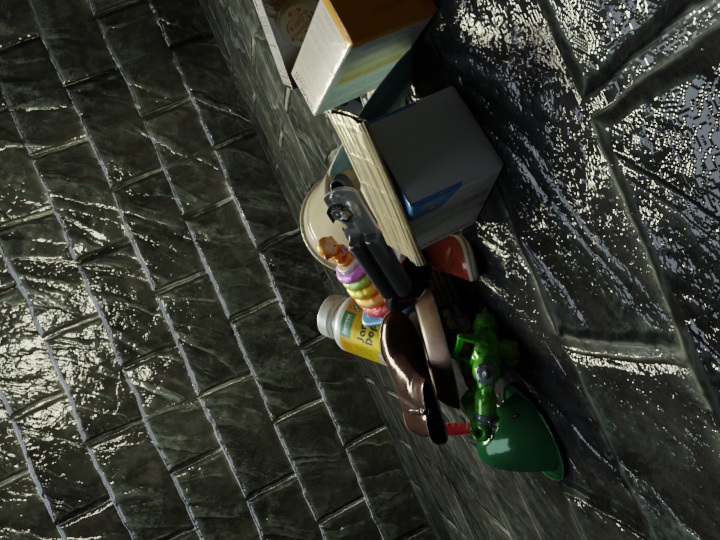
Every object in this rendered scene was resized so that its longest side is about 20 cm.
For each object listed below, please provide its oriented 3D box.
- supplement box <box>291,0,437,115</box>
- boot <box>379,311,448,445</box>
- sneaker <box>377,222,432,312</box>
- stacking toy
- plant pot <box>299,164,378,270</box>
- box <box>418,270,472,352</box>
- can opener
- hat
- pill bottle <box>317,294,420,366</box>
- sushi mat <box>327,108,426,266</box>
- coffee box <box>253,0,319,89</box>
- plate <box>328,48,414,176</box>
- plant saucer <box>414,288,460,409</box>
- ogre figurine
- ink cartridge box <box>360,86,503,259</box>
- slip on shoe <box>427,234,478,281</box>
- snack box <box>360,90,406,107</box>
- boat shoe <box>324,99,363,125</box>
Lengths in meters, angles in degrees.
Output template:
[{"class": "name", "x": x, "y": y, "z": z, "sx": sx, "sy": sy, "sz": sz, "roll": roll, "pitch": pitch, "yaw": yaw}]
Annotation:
[{"class": "supplement box", "x": -0.003, "y": -0.289, "z": 0.844, "sx": 0.074, "sy": 0.126, "sz": 0.200, "roll": 61, "pitch": 160, "yaw": 2}, {"class": "boot", "x": 0.088, "y": 0.158, "z": 1.021, "sx": 0.166, "sy": 0.072, "sz": 0.201, "roll": 157, "pitch": 101, "yaw": -80}, {"class": "sneaker", "x": 0.062, "y": -0.037, "z": 1.029, "sx": 0.087, "sy": 0.073, "sz": 0.201, "roll": 23, "pitch": 110, "yaw": 51}, {"class": "stacking toy", "x": 0.000, "y": 0.000, "z": 1.102, "sx": 0.200, "sy": 0.109, "sz": 0.117, "roll": 38, "pitch": -129, "yaw": -38}, {"class": "plant pot", "x": -0.004, "y": -0.112, "z": 1.149, "sx": 0.201, "sy": 0.200, "sz": 0.184, "roll": 64, "pitch": 169, "yaw": 9}, {"class": "box", "x": 0.137, "y": 0.054, "z": 1.220, "sx": 0.158, "sy": 0.050, "sz": 0.201, "roll": 164, "pitch": 83, "yaw": -80}, {"class": "can opener", "x": 0.015, "y": -0.048, "z": 0.929, "sx": 0.200, "sy": 0.053, "sz": 0.067, "roll": 56, "pitch": -145, "yaw": -34}, {"class": "hat", "x": 0.200, "y": 0.293, "z": 1.064, "sx": 0.200, "sy": 0.175, "sz": 0.166, "roll": 132, "pitch": 115, "yaw": -80}, {"class": "pill bottle", "x": 0.022, "y": 0.108, "z": 1.232, "sx": 0.199, "sy": 0.113, "sz": 0.113, "roll": 16, "pitch": 139, "yaw": 33}, {"class": "sushi mat", "x": 0.020, "y": -0.099, "z": 0.796, "sx": 0.096, "sy": 0.012, "sz": 0.201, "roll": 38, "pitch": 158, "yaw": 58}, {"class": "coffee box", "x": -0.117, "y": -0.450, "z": 1.209, "sx": 0.080, "sy": 0.114, "sz": 0.201, "roll": 46, "pitch": 159, "yaw": 62}, {"class": "plate", "x": 0.023, "y": -0.203, "z": 0.890, "sx": 0.026, "sy": 0.201, "sz": 0.200, "roll": 34, "pitch": 169, "yaw": -1}, {"class": "plant saucer", "x": 0.122, "y": 0.131, "z": 1.084, "sx": 0.200, "sy": 0.034, "sz": 0.201, "roll": -14, "pitch": -90, "yaw": -89}, {"class": "ogre figurine", "x": 0.185, "y": 0.147, "z": 1.002, "sx": 0.098, "sy": 0.200, "sz": 0.120, "roll": 16, "pitch": 131, "yaw": 21}, {"class": "ink cartridge box", "x": 0.082, "y": -0.116, "z": 0.874, "sx": 0.126, "sy": 0.128, "sz": 0.200, "roll": 62, "pitch": 169, "yaw": 16}, {"class": "slip on shoe", "x": 0.129, "y": -0.024, "z": 1.047, "sx": 0.200, "sy": 0.061, "sz": 0.074, "roll": -139, "pitch": 28, "yaw": -65}, {"class": "snack box", "x": 0.033, "y": -0.272, "z": 1.044, "sx": 0.116, "sy": 0.037, "sz": 0.201, "roll": 47, "pitch": 158, "yaw": 60}, {"class": "boat shoe", "x": -0.033, "y": -0.299, "z": 1.271, "sx": 0.200, "sy": 0.070, "sz": 0.066, "roll": 43, "pitch": 154, "yaw": 49}]
